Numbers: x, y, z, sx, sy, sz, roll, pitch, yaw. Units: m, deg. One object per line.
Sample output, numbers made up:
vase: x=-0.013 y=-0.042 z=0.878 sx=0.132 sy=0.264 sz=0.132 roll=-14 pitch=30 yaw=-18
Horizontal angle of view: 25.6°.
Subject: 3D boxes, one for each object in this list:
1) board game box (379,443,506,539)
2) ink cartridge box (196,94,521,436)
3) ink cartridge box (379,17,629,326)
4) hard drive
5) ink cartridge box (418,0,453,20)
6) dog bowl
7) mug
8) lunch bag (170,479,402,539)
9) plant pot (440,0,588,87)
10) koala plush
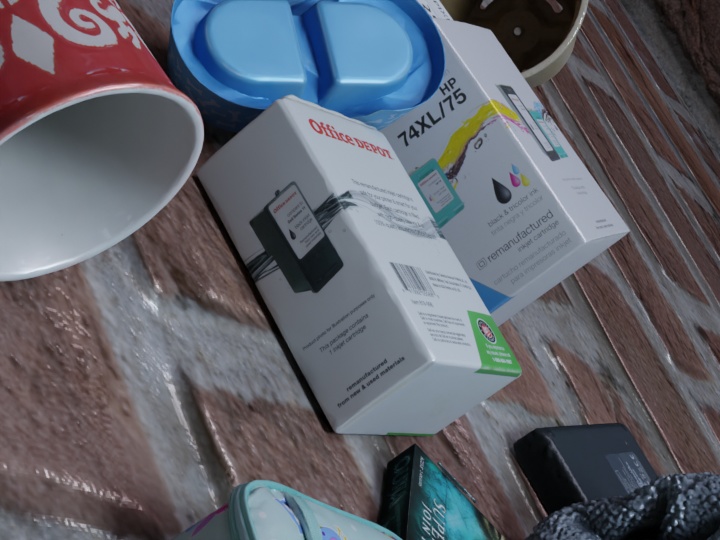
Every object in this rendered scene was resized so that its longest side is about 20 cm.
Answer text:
board game box: x=0.060 y=0.201 z=0.900 sx=0.135 sy=0.028 sz=0.200 roll=47 pitch=21 yaw=-16
ink cartridge box: x=0.000 y=0.000 z=1.013 sx=0.146 sy=0.083 sz=0.201 roll=13 pitch=44 yaw=-61
ink cartridge box: x=0.077 y=-0.067 z=1.206 sx=0.201 sy=0.146 sz=0.146 roll=56 pitch=21 yaw=9
hard drive: x=0.199 y=0.185 z=1.231 sx=0.140 sy=0.033 sz=0.200 roll=60 pitch=21 yaw=18
ink cartridge box: x=0.095 y=-0.159 z=1.363 sx=0.201 sy=0.043 sz=0.173 roll=56 pitch=21 yaw=5
dog bowl: x=-0.040 y=-0.145 z=1.080 sx=0.199 sy=0.050 sz=0.112 roll=-3 pitch=65 yaw=-26
mug: x=-0.186 y=-0.117 z=0.728 sx=0.201 sy=0.133 sz=0.177 roll=58 pitch=18 yaw=22
lunch bag: x=-0.009 y=0.194 z=0.680 sx=0.160 sy=0.077 sz=0.201 roll=35 pitch=26 yaw=-44
plant pot: x=0.157 y=-0.277 z=1.709 sx=0.201 sy=0.200 sz=0.183 roll=58 pitch=9 yaw=13
koala plush: x=0.215 y=0.248 z=0.993 sx=0.177 sy=0.183 sz=0.201 roll=42 pitch=35 yaw=-28
